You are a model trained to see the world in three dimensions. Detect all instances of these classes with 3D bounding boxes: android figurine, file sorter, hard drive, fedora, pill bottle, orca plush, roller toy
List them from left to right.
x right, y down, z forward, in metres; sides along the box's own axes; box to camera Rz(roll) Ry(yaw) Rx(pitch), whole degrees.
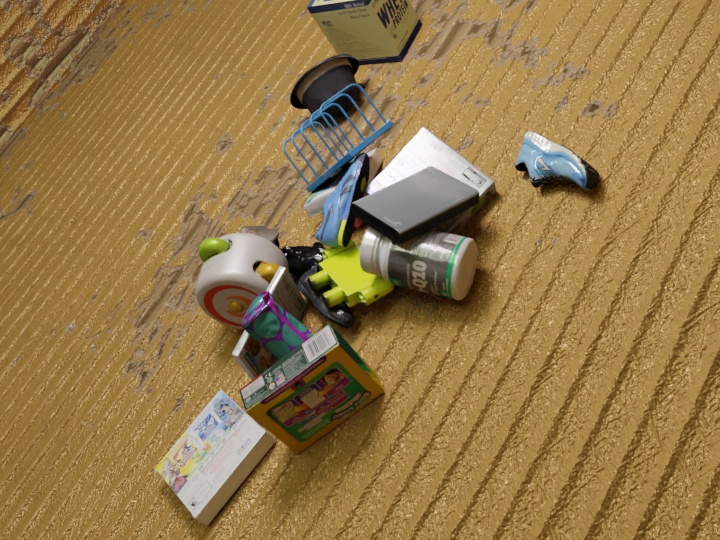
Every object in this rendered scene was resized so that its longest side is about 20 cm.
[{"bbox_3d":[-0.243,0.029,1.773,0.196,0.184,0.141,9,51,1],"label":"roller toy"},{"bbox_3d":[-0.141,-0.042,1.839,0.105,0.071,0.199,-48,41,-9],"label":"orca plush"},{"bbox_3d":[-0.074,-0.434,2.092,0.199,0.200,0.092,-32,74,10],"label":"fedora"},{"bbox_3d":[-0.056,-0.281,1.800,0.139,0.123,0.199,-42,7,-34],"label":"file sorter"},{"bbox_3d":[0.000,0.000,1.672,0.198,0.041,0.182,-26,42,-16],"label":"android figurine"},{"bbox_3d":[0.102,-0.123,1.578,0.198,0.033,0.139,-28,42,-28],"label":"hard drive"},{"bbox_3d":[0.106,-0.022,1.564,0.197,0.114,0.114,13,62,24],"label":"pill bottle"}]

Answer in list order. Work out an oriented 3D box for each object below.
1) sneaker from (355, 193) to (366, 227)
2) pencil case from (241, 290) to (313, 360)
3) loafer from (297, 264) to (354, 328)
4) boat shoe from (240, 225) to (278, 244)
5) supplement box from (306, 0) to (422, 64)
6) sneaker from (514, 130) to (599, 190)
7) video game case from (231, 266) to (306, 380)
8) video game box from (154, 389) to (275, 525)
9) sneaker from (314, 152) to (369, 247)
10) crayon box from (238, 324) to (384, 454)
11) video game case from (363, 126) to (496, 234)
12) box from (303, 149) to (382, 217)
[{"bbox_3d":[0.030,-0.157,1.817,0.197,0.080,0.096,-16,31,23],"label":"sneaker"},{"bbox_3d":[-0.126,0.129,1.584,0.092,0.199,0.086,-37,18,43],"label":"pencil case"},{"bbox_3d":[-0.064,0.048,1.700,0.071,0.068,0.200,-55,37,6],"label":"loafer"},{"bbox_3d":[-0.221,-0.056,1.888,0.073,0.075,0.200,-3,9,-13],"label":"boat shoe"},{"bbox_3d":[0.011,-0.641,2.145,0.198,0.200,0.135,7,59,41],"label":"supplement box"},{"bbox_3d":[0.363,-0.185,1.593,0.091,0.078,0.200,-58,37,8],"label":"sneaker"},{"bbox_3d":[-0.175,0.113,1.678,0.018,0.144,0.202,15,63,24],"label":"video game case"},{"bbox_3d":[-0.279,0.351,1.624,0.201,0.047,0.181,-50,43,-10],"label":"video game box"},{"bbox_3d":[-0.038,-0.147,1.710,0.077,0.066,0.203,14,80,21],"label":"sneaker"},{"bbox_3d":[-0.083,0.211,1.496,0.199,0.173,0.059,-36,44,5],"label":"crayon box"},{"bbox_3d":[0.136,-0.159,1.694,0.181,0.046,0.200,-45,65,-6],"label":"video game case"},{"bbox_3d":[-0.036,-0.193,1.860,0.143,0.037,0.201,-23,18,20],"label":"box"}]
